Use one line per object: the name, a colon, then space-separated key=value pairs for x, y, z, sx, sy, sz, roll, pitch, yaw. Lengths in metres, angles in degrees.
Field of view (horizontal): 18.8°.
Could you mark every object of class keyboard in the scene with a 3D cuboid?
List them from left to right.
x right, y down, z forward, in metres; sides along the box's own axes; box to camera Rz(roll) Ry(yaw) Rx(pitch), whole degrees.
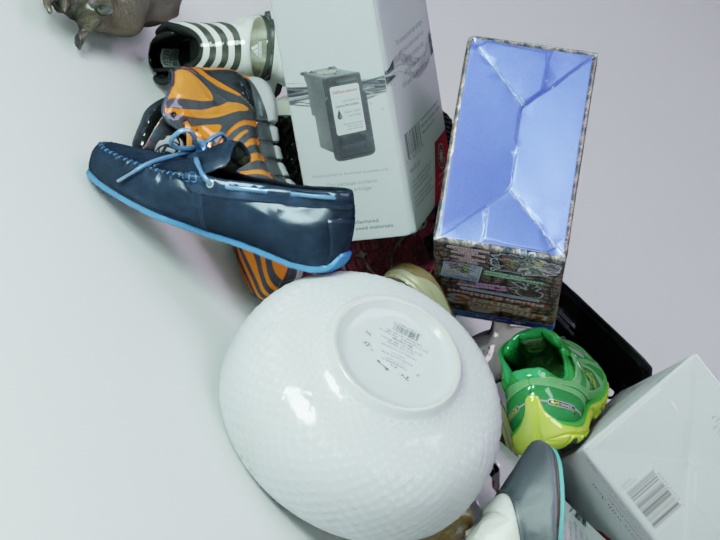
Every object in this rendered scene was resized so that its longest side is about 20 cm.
keyboard: x=0.182 y=0.034 z=1.851 sx=0.200 sy=0.040 sz=0.104 roll=46 pitch=-22 yaw=26

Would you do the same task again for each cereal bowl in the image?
cereal bowl: x=0.009 y=0.078 z=1.470 sx=0.199 sy=0.083 sz=0.201 roll=13 pitch=49 yaw=-16

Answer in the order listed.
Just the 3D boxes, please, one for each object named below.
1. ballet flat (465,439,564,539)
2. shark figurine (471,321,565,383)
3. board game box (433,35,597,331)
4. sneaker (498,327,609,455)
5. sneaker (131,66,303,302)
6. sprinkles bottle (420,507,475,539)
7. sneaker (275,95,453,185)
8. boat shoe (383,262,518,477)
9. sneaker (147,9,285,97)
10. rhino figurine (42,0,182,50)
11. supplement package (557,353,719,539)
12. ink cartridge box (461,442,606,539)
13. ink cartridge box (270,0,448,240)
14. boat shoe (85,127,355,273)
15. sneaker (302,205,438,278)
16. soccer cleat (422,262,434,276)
ballet flat: x=0.102 y=0.215 z=1.482 sx=0.073 sy=0.073 sz=0.202 roll=14 pitch=74 yaw=-55
shark figurine: x=0.133 y=0.083 z=1.830 sx=0.214 sy=0.089 sz=0.129 roll=19 pitch=70 yaw=-40
board game box: x=0.115 y=-0.062 z=1.641 sx=0.200 sy=0.096 sz=0.161 roll=82 pitch=17 yaw=-73
sneaker: x=0.149 y=0.079 z=1.685 sx=0.200 sy=0.074 sz=0.084 roll=-58 pitch=136 yaw=-76
sneaker: x=-0.110 y=-0.065 z=1.612 sx=0.111 sy=0.078 sz=0.201 roll=9 pitch=50 yaw=-36
sprinkles bottle: x=0.009 y=0.108 z=1.550 sx=0.068 sy=0.068 sz=0.201 roll=15 pitch=40 yaw=-55
sneaker: x=-0.029 y=-0.117 z=1.765 sx=0.198 sy=0.071 sz=0.094 roll=-6 pitch=30 yaw=-16
boat shoe: x=0.053 y=0.096 z=1.646 sx=0.072 sy=0.072 sz=0.201 roll=-39 pitch=115 yaw=-37
sneaker: x=-0.116 y=-0.181 z=1.766 sx=0.114 sy=0.076 sz=0.200 roll=3 pitch=1 yaw=-9
rhino figurine: x=-0.196 y=-0.219 z=1.693 sx=0.088 sy=0.060 sz=0.200 roll=52 pitch=24 yaw=-1
supplement package: x=0.227 y=0.161 z=1.700 sx=0.121 sy=0.120 sz=0.200 roll=51 pitch=-14 yaw=4
ink cartridge box: x=0.131 y=0.221 z=1.604 sx=0.200 sy=0.068 sz=0.116 roll=44 pitch=21 yaw=-16
ink cartridge box: x=0.003 y=-0.138 z=1.629 sx=0.145 sy=0.083 sz=0.202 roll=-49 pitch=132 yaw=-67
boat shoe: x=-0.092 y=-0.061 z=1.521 sx=0.199 sy=0.069 sz=0.084 roll=18 pitch=16 yaw=8
sneaker: x=0.000 y=0.000 z=1.708 sx=0.200 sy=0.074 sz=0.081 roll=-37 pitch=102 yaw=-53
soccer cleat: x=0.063 y=0.007 z=1.809 sx=0.068 sy=0.073 sz=0.200 roll=45 pitch=22 yaw=-11
